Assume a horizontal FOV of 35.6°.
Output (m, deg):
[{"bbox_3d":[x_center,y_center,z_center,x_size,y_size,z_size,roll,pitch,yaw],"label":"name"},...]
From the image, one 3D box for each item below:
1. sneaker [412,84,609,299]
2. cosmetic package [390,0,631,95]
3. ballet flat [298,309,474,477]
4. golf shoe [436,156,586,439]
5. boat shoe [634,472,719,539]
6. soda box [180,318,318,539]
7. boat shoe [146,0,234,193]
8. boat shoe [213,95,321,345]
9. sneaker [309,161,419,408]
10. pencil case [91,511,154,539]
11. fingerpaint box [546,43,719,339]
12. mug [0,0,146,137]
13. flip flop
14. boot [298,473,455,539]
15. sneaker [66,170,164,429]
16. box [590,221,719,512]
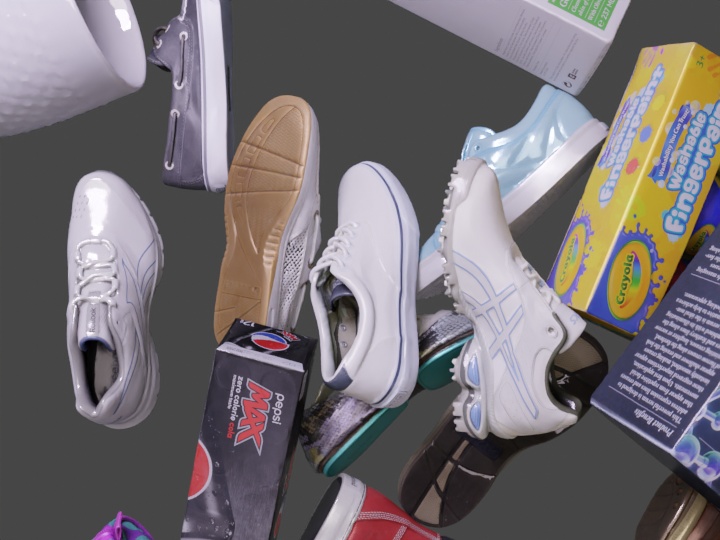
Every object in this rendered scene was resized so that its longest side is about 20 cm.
[{"bbox_3d":[0.097,-0.063,0.870,0.200,0.074,0.082,-41,73,-5],"label":"sneaker"},{"bbox_3d":[0.106,-0.233,0.850,0.198,0.085,0.109,26,69,1],"label":"cosmetic package"},{"bbox_3d":[0.030,0.074,0.866,0.199,0.072,0.072,-37,87,-1],"label":"ballet flat"},{"bbox_3d":[0.109,0.018,0.778,0.096,0.078,0.203,-2,107,24],"label":"golf shoe"},{"bbox_3d":[0.223,0.251,0.847,0.067,0.072,0.202,31,92,-2],"label":"boat shoe"},{"bbox_3d":[-0.086,0.144,0.834,0.070,0.063,0.203,13,109,3],"label":"soda box"},{"bbox_3d":[-0.135,-0.162,0.880,0.065,0.070,0.203,-2,95,0],"label":"boat shoe"},{"bbox_3d":[-0.063,-0.032,0.872,0.070,0.069,0.203,17,97,34],"label":"boat shoe"},{"bbox_3d":[0.000,0.000,0.827,0.073,0.070,0.202,-34,50,38],"label":"sneaker"},{"bbox_3d":[-0.236,0.274,0.855,0.199,0.085,0.093,-35,114,0],"label":"pencil case"},{"bbox_3d":[0.250,-0.037,0.822,0.165,0.073,0.202,24,89,-19],"label":"fingerpaint box"},{"bbox_3d":[-0.277,-0.196,0.856,0.173,0.148,0.202,-20,57,8],"label":"mug"},{"bbox_3d":[0.106,0.117,0.868,0.081,0.058,0.200,40,105,-2],"label":"flip flop"},{"bbox_3d":[-0.004,0.275,0.859,0.143,0.072,0.201,31,95,-9],"label":"boot"},{"bbox_3d":[-0.192,0.022,0.862,0.073,0.087,0.203,-7,87,4],"label":"sneaker"},{"bbox_3d":[0.280,0.063,0.744,0.148,0.107,0.201,37,89,-21],"label":"box"}]
